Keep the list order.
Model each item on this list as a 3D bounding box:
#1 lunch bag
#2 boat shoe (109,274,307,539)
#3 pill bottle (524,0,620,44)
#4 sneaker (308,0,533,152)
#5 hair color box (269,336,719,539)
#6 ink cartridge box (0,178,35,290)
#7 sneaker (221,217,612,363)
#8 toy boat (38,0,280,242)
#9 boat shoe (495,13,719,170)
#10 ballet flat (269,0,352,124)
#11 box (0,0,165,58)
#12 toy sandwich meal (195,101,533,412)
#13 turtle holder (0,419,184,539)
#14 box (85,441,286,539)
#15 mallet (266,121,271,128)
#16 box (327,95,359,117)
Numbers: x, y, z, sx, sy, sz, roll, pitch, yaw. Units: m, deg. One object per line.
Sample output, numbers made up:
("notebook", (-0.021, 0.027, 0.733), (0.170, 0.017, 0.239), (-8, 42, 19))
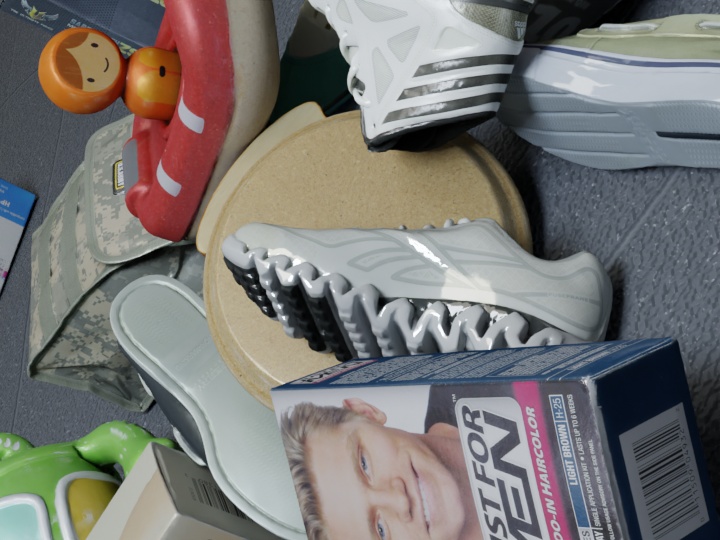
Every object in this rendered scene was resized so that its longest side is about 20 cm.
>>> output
("lunch bag", (-0.160, -0.023, 1.005), (0.200, 0.117, 0.164), (-48, 35, 29))
("boat shoe", (-0.072, 0.084, 0.799), (0.076, 0.060, 0.200), (-33, 64, -12))
("pill bottle", (0.102, -0.187, 0.739), (0.200, 0.114, 0.114), (-41, 36, 34))
("sneaker", (-0.006, -0.125, 0.707), (0.200, 0.076, 0.116), (23, 103, 36))
("hair color box", (0.051, 0.088, 0.587), (0.200, 0.060, 0.100), (-9, 97, 50))
("ink cartridge box", (-0.433, 0.003, 1.466), (0.116, 0.067, 0.200), (-13, 55, 53))
("sneaker", (0.028, 0.008, 0.672), (0.200, 0.075, 0.081), (16, 64, 17))
("toy boat", (-0.128, -0.116, 0.820), (0.200, 0.131, 0.131), (117, 151, -42))
("boat shoe", (0.139, -0.090, 0.665), (0.200, 0.072, 0.062), (16, 64, 52))
("ballet flat", (0.006, -0.173, 0.861), (0.200, 0.070, 0.067), (-39, 38, 1))
("box", (-0.192, -0.251, 1.164), (0.051, 0.200, 0.158), (-30, 42, 52))
("toy sandwich meal", (0.000, 0.000, 0.754), (0.205, 0.070, 0.205), (-5, 70, 15))
("turtle holder", (-0.193, 0.189, 0.898), (0.185, 0.141, 0.132), (-27, 43, -18))
("box", (-0.131, 0.212, 0.798), (0.200, 0.095, 0.078), (-57, 30, 12))
("mallet", (-0.083, -0.036, 0.898), (0.066, 0.041, 0.200), (-18, 59, 55))
("box", (-0.025, -0.074, 0.911), (0.122, 0.048, 0.200), (-49, 33, 23))
